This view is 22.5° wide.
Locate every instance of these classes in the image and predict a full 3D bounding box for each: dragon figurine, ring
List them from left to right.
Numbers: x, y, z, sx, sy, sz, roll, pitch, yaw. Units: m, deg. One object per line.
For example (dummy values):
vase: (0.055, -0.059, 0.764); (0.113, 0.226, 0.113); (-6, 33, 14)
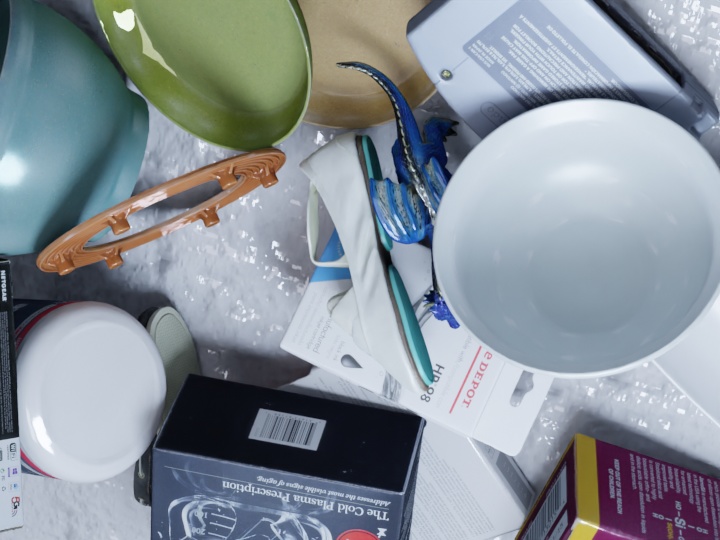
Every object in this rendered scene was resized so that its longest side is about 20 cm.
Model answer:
ring: (-0.143, -0.038, 1.331); (0.200, 0.200, 0.019); (-29, 84, 31)
dragon figurine: (0.044, -0.057, 1.279); (0.059, 0.100, 0.201); (-19, 114, 23)

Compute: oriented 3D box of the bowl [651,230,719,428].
bowl: (0.312, 0.024, 1.283); (0.200, 0.075, 0.200); (42, 125, -10)

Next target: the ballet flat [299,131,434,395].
ballet flat: (0.000, 0.000, 1.302); (0.069, 0.069, 0.201); (-22, 74, 29)

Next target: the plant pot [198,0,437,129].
plant pot: (-0.019, -0.196, 1.289); (0.199, 0.028, 0.201); (9, 122, 14)

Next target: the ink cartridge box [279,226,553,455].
ink cartridge box: (0.053, 0.049, 1.359); (0.199, 0.067, 0.116); (25, 85, 3)

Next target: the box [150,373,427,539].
box: (-0.060, 0.200, 1.439); (0.199, 0.104, 0.183); (9, 123, 7)

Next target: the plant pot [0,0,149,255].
plant pot: (-0.240, -0.097, 1.344); (0.134, 0.201, 0.200); (19, 130, -26)

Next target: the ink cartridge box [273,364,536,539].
ink cartridge box: (0.019, 0.149, 1.480); (0.176, 0.045, 0.200); (-24, 110, 28)

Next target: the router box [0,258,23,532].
router box: (-0.314, 0.088, 1.363); (0.149, 0.051, 0.201); (6, 99, 50)

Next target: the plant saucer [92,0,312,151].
plant saucer: (-0.108, -0.178, 1.286); (0.199, 0.031, 0.201); (26, 138, 25)

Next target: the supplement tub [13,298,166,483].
supplement tub: (-0.263, 0.093, 1.451); (0.199, 0.140, 0.141); (0, 124, 48)

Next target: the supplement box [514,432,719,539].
supplement box: (0.231, 0.230, 1.400); (0.199, 0.103, 0.131); (18, 125, -8)

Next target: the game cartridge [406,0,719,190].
game cartridge: (0.134, -0.133, 1.251); (0.200, 0.042, 0.133); (40, 128, -21)

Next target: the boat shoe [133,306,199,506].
boat shoe: (-0.171, 0.119, 1.512); (0.067, 0.072, 0.201); (11, 123, 24)

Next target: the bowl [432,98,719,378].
bowl: (0.154, -0.008, 1.227); (0.200, 0.202, 0.090); (6, 159, 16)
